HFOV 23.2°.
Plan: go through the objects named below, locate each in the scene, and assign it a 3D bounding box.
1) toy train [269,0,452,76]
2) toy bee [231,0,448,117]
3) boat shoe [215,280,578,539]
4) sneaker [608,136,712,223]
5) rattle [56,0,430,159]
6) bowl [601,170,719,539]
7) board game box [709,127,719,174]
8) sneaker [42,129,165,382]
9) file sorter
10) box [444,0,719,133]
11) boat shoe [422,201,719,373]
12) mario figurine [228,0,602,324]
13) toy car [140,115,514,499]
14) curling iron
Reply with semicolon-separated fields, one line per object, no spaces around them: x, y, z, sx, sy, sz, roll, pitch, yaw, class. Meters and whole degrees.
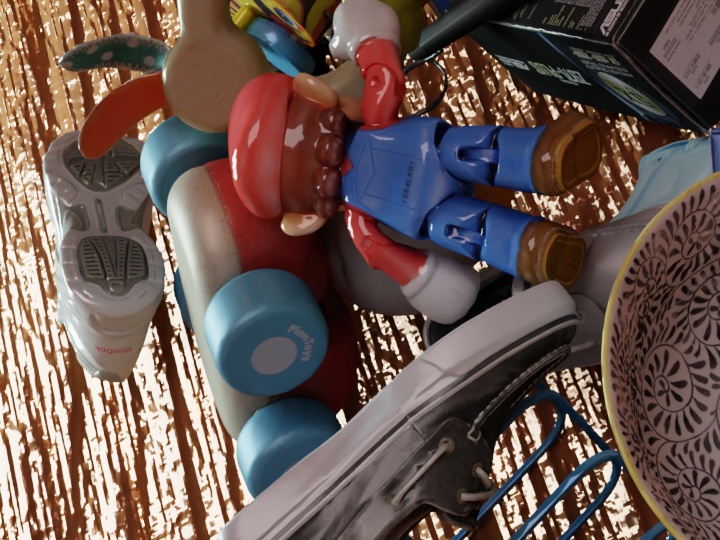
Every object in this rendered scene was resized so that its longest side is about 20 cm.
0.012;-0.151;1.084;0.198;0.034;0.046;-23;40;22;toy train
-0.040;-0.172;1.041;0.198;0.109;0.132;5;63;38;toy bee
0.029;0.089;0.785;0.200;0.072;0.071;-41;74;0;boat shoe
0.185;-0.049;0.910;0.200;0.074;0.082;-42;58;8;sneaker
-0.058;-0.141;0.960;0.199;0.130;0.144;-29;33;25;rattle
0.190;0.061;0.756;0.198;0.094;0.203;2;67;-6;bowl
0.266;0.004;0.805;0.198;0.045;0.154;0;98;28;board game box
-0.167;-0.010;1.110;0.077;0.100;0.201;6;39;-11;sneaker
0.098;0.147;0.836;0.123;0.139;0.200;-46;52;0;file sorter
0.164;-0.191;0.952;0.201;0.086;0.163;-59;32;-5;box
0.103;0.012;0.874;0.199;0.068;0.073;-14;80;55;boat shoe
0.025;-0.055;0.860;0.198;0.106;0.124;16;68;29;mario figurine
0.000;0.000;0.978;0.198;0.178;0.185;-17;41;-9;toy car
0.087;-0.163;0.907;0.199;0.049;0.026;-34;47;47;curling iron
